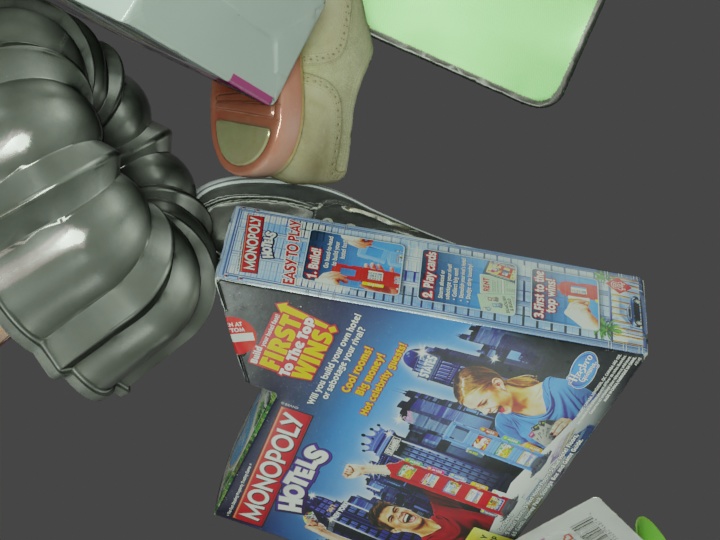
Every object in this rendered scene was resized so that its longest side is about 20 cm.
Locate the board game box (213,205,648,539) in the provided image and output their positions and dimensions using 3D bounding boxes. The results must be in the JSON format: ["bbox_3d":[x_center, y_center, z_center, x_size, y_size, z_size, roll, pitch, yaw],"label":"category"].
[{"bbox_3d":[0.008,0.057,0.795,0.200,0.062,0.200,22,127,-9],"label":"board game box"}]

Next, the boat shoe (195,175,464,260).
[{"bbox_3d":[0.000,0.000,0.829,0.200,0.066,0.070,22,90,-3],"label":"boat shoe"}]

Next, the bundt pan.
[{"bbox_3d":[-0.133,-0.044,0.750,0.076,0.202,0.202,-29,93,9],"label":"bundt pan"}]

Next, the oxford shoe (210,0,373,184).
[{"bbox_3d":[-0.030,-0.142,0.829,0.074,0.071,0.200,12,84,-44],"label":"oxford shoe"}]

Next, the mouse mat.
[{"bbox_3d":[0.072,-0.206,0.857,0.161,0.008,0.200,24,92,-3],"label":"mouse mat"}]

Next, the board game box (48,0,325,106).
[{"bbox_3d":[-0.136,-0.157,0.745,0.200,0.148,0.064,28,92,24],"label":"board game box"}]

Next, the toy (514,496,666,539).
[{"bbox_3d":[0.072,0.177,0.814,0.200,0.047,0.115,-31,122,28],"label":"toy"}]

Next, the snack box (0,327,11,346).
[{"bbox_3d":[-0.228,-0.058,0.838,0.072,0.024,0.200,-39,93,1],"label":"snack box"}]
